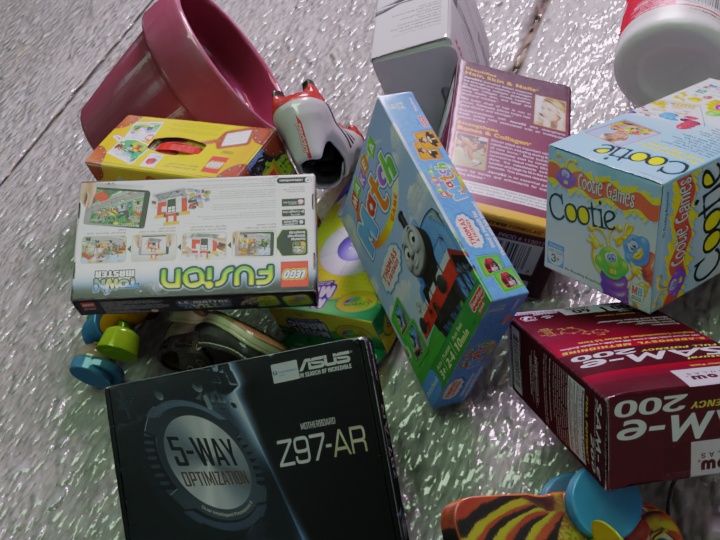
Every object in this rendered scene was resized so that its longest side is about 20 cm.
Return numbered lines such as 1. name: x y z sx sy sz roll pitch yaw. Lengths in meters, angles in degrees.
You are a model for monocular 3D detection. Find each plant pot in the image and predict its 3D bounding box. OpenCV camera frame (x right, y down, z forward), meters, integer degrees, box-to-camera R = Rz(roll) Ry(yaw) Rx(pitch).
1. plant pot: -0.204 -0.184 1.126 0.179 0.200 0.200 -33 39 15

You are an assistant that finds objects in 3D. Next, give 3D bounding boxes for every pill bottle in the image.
1. pill bottle: 0.312 -0.251 0.973 0.112 0.112 0.200 -1 47 26

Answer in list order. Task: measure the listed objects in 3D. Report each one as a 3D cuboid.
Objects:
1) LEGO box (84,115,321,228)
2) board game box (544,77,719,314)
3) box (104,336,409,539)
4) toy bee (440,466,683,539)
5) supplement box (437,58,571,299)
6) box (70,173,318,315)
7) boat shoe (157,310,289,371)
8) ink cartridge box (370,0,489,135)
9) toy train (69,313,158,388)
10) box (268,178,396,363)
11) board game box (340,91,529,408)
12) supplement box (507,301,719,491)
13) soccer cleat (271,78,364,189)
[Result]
1. LEGO box: -0.148 -0.067 0.994 0.199 0.149 0.077 11 53 35
2. board game box: 0.246 -0.063 0.771 0.200 0.103 0.105 -23 35 -32
3. box: -0.075 0.145 0.735 0.199 0.044 0.161 -11 81 6
4. toy bee: 0.156 0.172 0.620 0.199 0.131 0.109 -17 74 6
5. supplement box: 0.121 -0.085 0.891 0.110 0.086 0.200 13 48 -2
6. box: -0.136 -0.022 0.842 0.199 0.035 0.110 -2 67 0
7. boat shoe: -0.124 0.074 0.881 0.200 0.073 0.065 2 63 64
8. ink cartridge box: 0.077 -0.227 1.044 0.083 0.145 0.200 -11 43 18
9. toy train: -0.207 0.031 0.924 0.200 0.084 0.116 -33 38 52
10. box: 0.000 0.000 0.927 0.117 0.048 0.200 6 52 32
11. board game box: 0.049 -0.015 0.795 0.036 0.151 0.200 -11 57 -23
12. supplement box: 0.175 0.073 0.664 0.108 0.061 0.200 -6 12 -8
13. soccer cleat: -0.034 -0.112 0.976 0.068 0.200 0.086 -17 75 10
